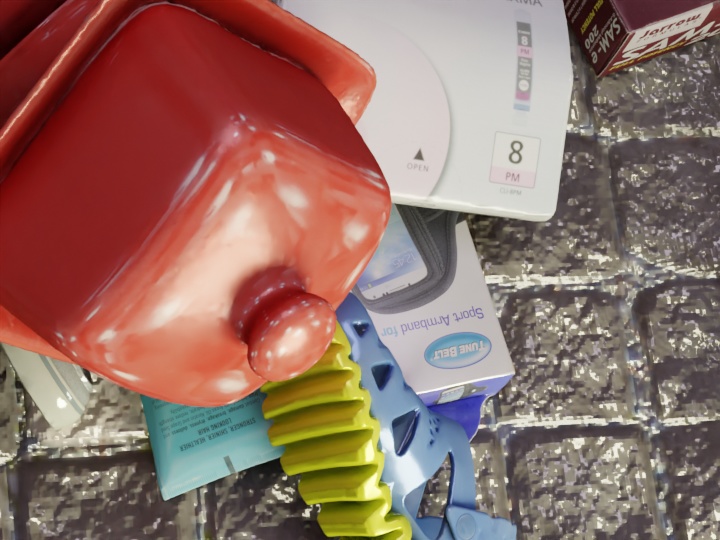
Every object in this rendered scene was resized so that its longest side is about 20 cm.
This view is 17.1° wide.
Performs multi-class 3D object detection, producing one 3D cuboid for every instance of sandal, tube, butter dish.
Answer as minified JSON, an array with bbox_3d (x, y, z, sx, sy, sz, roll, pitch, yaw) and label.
[{"bbox_3d":[0.017,0.094,1.163,0.087,0.079,0.201,-34,113,-34],"label":"sandal"},{"bbox_3d":[-0.094,0.008,1.203,0.077,0.050,0.201,-22,76,11],"label":"tube"},{"bbox_3d":[-0.066,-0.010,1.057,0.200,0.200,0.148,-51,56,10],"label":"butter dish"}]

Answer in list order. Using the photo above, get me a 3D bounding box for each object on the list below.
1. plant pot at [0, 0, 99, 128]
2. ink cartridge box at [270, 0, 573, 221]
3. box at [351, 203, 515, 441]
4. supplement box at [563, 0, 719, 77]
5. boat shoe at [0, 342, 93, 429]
[{"bbox_3d":[-0.153,-0.175,1.119,0.200,0.200,0.183,-36,89,-24],"label":"plant pot"},{"bbox_3d":[0.030,-0.134,1.207,0.162,0.057,0.201,7,94,-21],"label":"ink cartridge box"},{"bbox_3d":[0.000,0.000,1.235,0.119,0.041,0.201,-12,70,-19],"label":"box"},{"bbox_3d":[0.141,-0.220,1.347,0.109,0.061,0.201,-20,74,-20],"label":"supplement box"},{"bbox_3d":[-0.161,-0.023,1.178,0.071,0.070,0.201,-22,71,0],"label":"boat shoe"}]
